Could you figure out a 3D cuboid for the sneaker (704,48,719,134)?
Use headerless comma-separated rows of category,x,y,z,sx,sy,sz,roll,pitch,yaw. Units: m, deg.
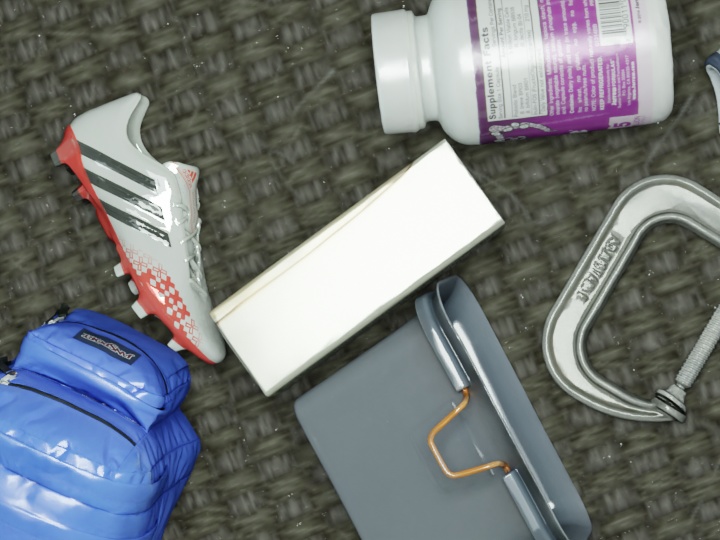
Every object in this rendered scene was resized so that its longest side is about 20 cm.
sneaker,0.318,-0.091,1.375,0.108,0.070,0.201,-34,80,-3

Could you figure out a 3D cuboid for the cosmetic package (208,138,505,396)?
cosmetic package,0.000,0.000,1.377,0.199,0.104,0.073,-37,87,1

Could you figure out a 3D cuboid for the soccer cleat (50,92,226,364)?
soccer cleat,-0.138,-0.030,1.404,0.085,0.069,0.201,-32,83,6

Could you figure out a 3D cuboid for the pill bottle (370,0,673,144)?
pill bottle,0.109,-0.145,1.368,0.198,0.112,0.114,-6,89,4

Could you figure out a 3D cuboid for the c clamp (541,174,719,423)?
c clamp,0.230,0.025,1.400,0.170,0.027,0.201,37,91,3

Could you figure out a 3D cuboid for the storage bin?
storage bin,0.050,0.127,1.361,0.134,0.145,0.201,-30,87,12

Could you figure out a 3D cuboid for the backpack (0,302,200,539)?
backpack,-0.201,0.120,1.326,0.161,0.200,0.169,20,102,6
